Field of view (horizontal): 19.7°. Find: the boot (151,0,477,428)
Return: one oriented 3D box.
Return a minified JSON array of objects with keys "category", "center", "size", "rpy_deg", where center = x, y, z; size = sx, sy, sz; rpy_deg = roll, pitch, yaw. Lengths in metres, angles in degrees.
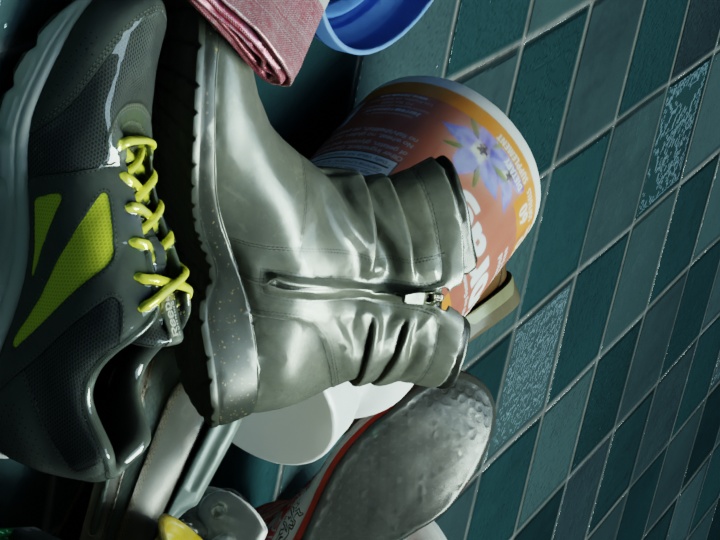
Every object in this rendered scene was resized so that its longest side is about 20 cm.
[{"category":"boot","center":[-0.018,-0.034,0.884],"size":[0.130,0.068,0.201],"rpy_deg":[-13,114,-19]}]

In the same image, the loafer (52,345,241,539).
[{"category":"loafer","center":[-0.122,0.118,0.920],"size":[0.063,0.072,0.200],"rpy_deg":[32,80,-25]}]

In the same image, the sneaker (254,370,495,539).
[{"category":"sneaker","center":[-0.016,0.125,1.094],"size":[0.202,0.067,0.108],"rpy_deg":[-54,-160,-1]}]

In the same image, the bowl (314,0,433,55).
[{"category":"bowl","center":[0.013,-0.201,0.963],"size":[0.201,0.039,0.201],"rpy_deg":[-52,154,-38]}]

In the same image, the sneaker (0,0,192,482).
[{"category":"sneaker","center":[-0.097,-0.012,0.803],"size":[0.074,0.084,0.201],"rpy_deg":[-19,127,-65]}]

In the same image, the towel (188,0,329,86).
[{"category":"towel","center":[-0.027,-0.193,0.807],"size":[0.144,0.023,0.200],"rpy_deg":[45,62,-42]}]

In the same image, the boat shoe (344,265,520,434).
[{"category":"boat shoe","center":[0.007,0.028,1.149],"size":[0.200,0.072,0.068],"rpy_deg":[-37,114,-42]}]

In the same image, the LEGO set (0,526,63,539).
[{"category":"LEGO set","center":[-0.143,0.165,0.721],"size":[0.200,0.116,0.154],"rpy_deg":[17,89,-49]}]

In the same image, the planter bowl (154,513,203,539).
[{"category":"planter bowl","center":[-0.057,0.205,0.851],"size":[0.083,0.201,0.200],"rpy_deg":[-35,155,-1]}]

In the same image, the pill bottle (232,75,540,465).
[{"category":"pill bottle","center":[0.000,0.000,1.020],"size":[0.200,0.112,0.112],"rpy_deg":[-51,153,-41]}]

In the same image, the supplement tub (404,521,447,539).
[{"category":"supplement tub","center":[0.004,0.225,1.237],"size":[0.123,0.122,0.200],"rpy_deg":[-58,157,-26]}]

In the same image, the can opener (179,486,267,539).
[{"category":"can opener","center":[-0.103,0.203,1.043],"size":[0.200,0.053,0.067],"rpy_deg":[-65,160,-8]}]
